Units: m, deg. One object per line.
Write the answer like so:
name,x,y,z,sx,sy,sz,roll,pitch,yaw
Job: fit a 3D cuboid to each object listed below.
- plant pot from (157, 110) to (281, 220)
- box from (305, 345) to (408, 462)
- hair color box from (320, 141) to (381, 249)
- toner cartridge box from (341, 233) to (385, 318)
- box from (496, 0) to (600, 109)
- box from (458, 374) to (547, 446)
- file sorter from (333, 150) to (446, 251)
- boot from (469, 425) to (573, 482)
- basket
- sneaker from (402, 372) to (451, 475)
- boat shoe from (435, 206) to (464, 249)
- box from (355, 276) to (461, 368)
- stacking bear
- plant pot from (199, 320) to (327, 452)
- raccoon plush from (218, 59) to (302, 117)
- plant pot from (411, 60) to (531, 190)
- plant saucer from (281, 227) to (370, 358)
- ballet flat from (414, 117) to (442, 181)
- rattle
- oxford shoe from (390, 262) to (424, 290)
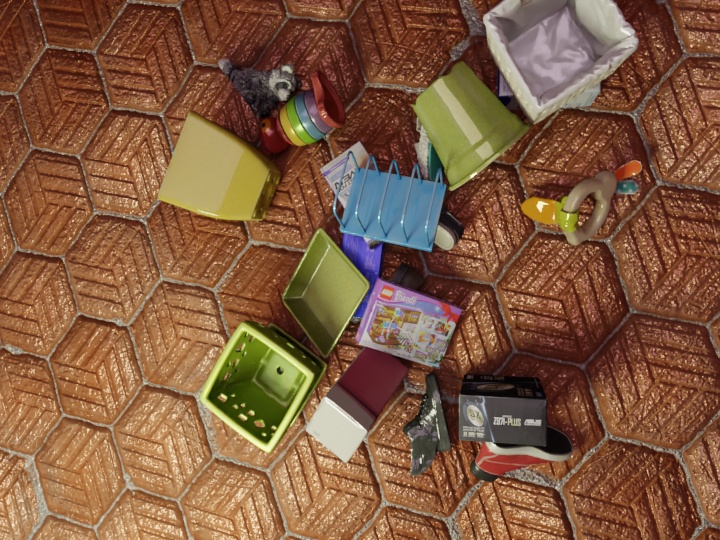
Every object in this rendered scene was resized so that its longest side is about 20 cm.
plant pot,-0.290,-0.205,1.322,0.196,0.195,0.198,24,96,5
box,-0.004,0.265,1.234,0.108,0.200,0.129,35,131,8
hair color box,0.010,-0.162,1.286,0.108,0.065,0.202,-33,74,1
toner cartridge box,0.000,0.000,1.327,0.092,0.043,0.206,8,92,14
box,0.374,-0.432,1.204,0.194,0.105,0.190,1,90,12
box,0.279,0.269,1.184,0.159,0.200,0.089,0,91,13
file sorter,0.058,-0.141,1.175,0.195,0.123,0.142,12,78,13
boot,0.332,0.391,1.249,0.194,0.073,0.147,6,130,-12
basket,0.349,-0.403,1.075,0.196,0.161,0.203,-31,83,11
sneaker,0.135,0.330,1.290,0.101,0.060,0.205,-13,91,8
boat shoe,0.142,-0.130,1.296,0.062,0.073,0.200,-35,73,-32
box,0.102,0.112,1.256,0.196,0.039,0.140,20,97,-20
stacking bear,-0.140,-0.327,1.324,0.196,0.113,0.124,-22,68,23
plant pot,-0.195,0.236,1.303,0.197,0.181,0.203,33,98,11
raccoon plush,-0.227,-0.448,1.355,0.133,0.097,0.201,-39,82,2
plant pot,0.203,-0.295,1.180,0.199,0.200,0.186,-37,95,11
plant saucer,-0.068,0.047,1.298,0.200,0.047,0.202,47,117,34
ballet flat,0.148,-0.289,1.287,0.070,0.072,0.206,7,90,12
rattle,0.455,-0.158,1.228,0.130,0.142,0.201,43,83,-23
oxford shoe,0.078,0.092,1.296,0.083,0.073,0.203,28,97,7
